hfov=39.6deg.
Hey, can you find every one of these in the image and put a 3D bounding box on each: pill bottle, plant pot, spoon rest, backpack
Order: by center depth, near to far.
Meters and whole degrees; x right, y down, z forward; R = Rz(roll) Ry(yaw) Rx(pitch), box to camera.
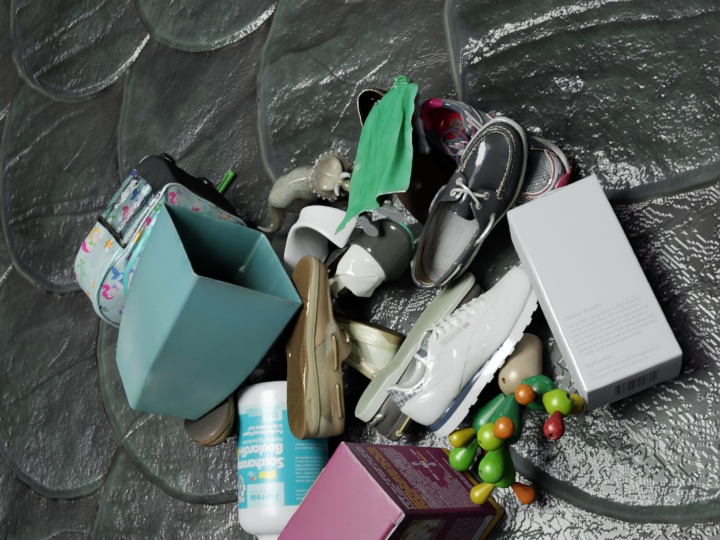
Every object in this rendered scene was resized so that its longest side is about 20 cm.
[{"bbox_3d":[-0.188,0.060,1.131,0.202,0.139,0.142,-58,39,21],"label":"plant pot"},{"bbox_3d":[-0.090,0.237,1.171,0.109,0.110,0.205,-14,72,34],"label":"pill bottle"},{"bbox_3d":[-0.061,-0.032,1.185,0.100,0.060,0.200,-59,8,-23],"label":"spoon rest"},{"bbox_3d":[-0.247,-0.014,1.240,0.200,0.177,0.151,-47,53,9],"label":"backpack"}]

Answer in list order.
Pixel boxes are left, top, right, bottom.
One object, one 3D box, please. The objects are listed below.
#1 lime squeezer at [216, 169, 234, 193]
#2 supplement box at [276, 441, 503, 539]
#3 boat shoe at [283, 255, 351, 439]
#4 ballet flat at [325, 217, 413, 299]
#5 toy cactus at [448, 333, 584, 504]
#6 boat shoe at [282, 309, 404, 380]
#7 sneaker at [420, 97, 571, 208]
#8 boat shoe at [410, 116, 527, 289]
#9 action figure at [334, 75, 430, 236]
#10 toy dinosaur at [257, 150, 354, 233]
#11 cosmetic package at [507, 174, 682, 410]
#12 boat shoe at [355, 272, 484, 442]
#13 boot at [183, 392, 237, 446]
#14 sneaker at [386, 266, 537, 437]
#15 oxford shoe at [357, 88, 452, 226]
[{"bbox_3d":[-0.253,-0.069,1.394,0.198,0.071,0.038,-32,41,-4],"label":"lime squeezer"},{"bbox_3d":[0.034,0.259,1.014,0.103,0.199,0.132,44,106,34],"label":"supplement box"},{"bbox_3d":[-0.046,0.085,1.126,0.071,0.063,0.205,5,94,64],"label":"boat shoe"},{"bbox_3d":[0.000,0.000,1.130,0.068,0.068,0.200,-46,4,-23],"label":"ballet flat"},{"bbox_3d":[0.161,0.141,1.002,0.201,0.101,0.167,119,175,-55],"label":"toy cactus"},{"bbox_3d":[-0.040,0.081,1.193,0.197,0.073,0.064,15,92,29],"label":"boat shoe"},{"bbox_3d":[0.141,-0.127,1.091,0.199,0.074,0.082,33,100,37],"label":"sneaker"},{"bbox_3d":[0.110,-0.066,1.051,0.073,0.060,0.202,37,121,13],"label":"boat shoe"},{"bbox_3d":[0.034,-0.135,1.077,0.117,0.054,0.203,-23,44,43],"label":"action figure"},{"bbox_3d":[-0.064,-0.101,1.227,0.197,0.102,0.079,-11,74,35],"label":"toy dinosaur"},{"bbox_3d":[0.225,0.021,0.977,0.100,0.074,0.203,-21,64,4],"label":"cosmetic package"},{"bbox_3d":[0.076,0.096,1.106,0.060,0.072,0.202,37,94,-9],"label":"boat shoe"},{"bbox_3d":[-0.170,0.180,1.221,0.073,0.076,0.200,-36,14,-4],"label":"boot"},{"bbox_3d":[0.111,0.072,1.040,0.080,0.076,0.202,36,84,-2],"label":"sneaker"},{"bbox_3d":[0.045,-0.130,1.161,0.073,0.084,0.202,-42,60,21],"label":"oxford shoe"}]
